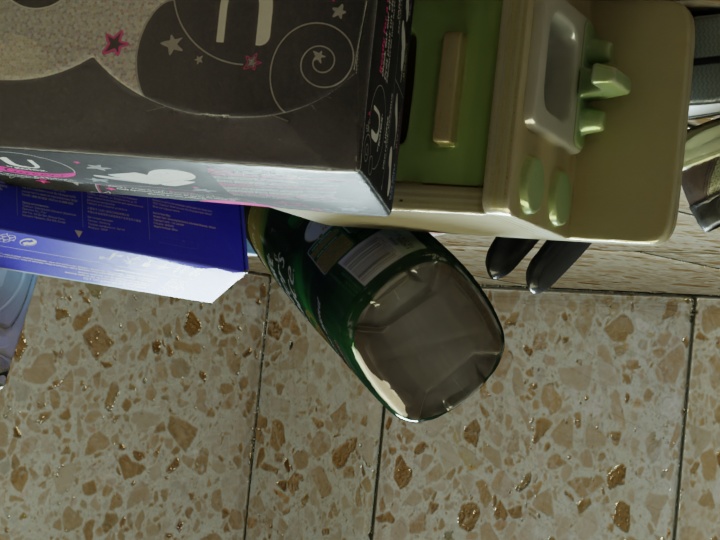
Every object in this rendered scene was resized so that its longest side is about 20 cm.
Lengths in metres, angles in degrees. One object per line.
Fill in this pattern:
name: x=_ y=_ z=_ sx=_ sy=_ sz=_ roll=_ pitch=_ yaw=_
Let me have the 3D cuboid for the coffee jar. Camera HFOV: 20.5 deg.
coffee jar: x=0.000 y=0.000 z=1.167 sx=0.104 sy=0.085 sz=0.200 roll=55 pitch=176 yaw=-33

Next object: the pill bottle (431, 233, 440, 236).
pill bottle: x=0.057 y=-0.082 z=1.242 sx=0.111 sy=0.113 sz=0.200 roll=6 pitch=176 yaw=-11

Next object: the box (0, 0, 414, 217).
box: x=-0.082 y=-0.105 z=0.935 sx=0.199 sy=0.133 sz=0.115 roll=5 pitch=173 yaw=8

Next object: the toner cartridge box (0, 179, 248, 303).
toner cartridge box: x=-0.157 y=-0.047 z=1.040 sx=0.199 sy=0.096 sz=0.043 roll=11 pitch=148 yaw=-31

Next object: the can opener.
can opener: x=0.138 y=-0.057 z=1.133 sx=0.063 sy=0.079 sz=0.200 roll=7 pitch=-138 yaw=34

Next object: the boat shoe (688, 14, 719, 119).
boat shoe: x=0.133 y=-0.102 z=1.092 sx=0.199 sy=0.074 sz=0.067 roll=4 pitch=173 yaw=19

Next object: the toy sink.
toy sink: x=0.058 y=-0.087 z=1.020 sx=0.199 sy=0.131 sz=0.112 roll=5 pitch=176 yaw=23

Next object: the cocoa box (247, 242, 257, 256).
cocoa box: x=-0.171 y=-0.084 z=1.382 sx=0.199 sy=0.134 sz=0.131 roll=8 pitch=176 yaw=-38

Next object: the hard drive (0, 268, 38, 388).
hard drive: x=-0.255 y=-0.035 z=1.022 sx=0.200 sy=0.140 sz=0.038 roll=34 pitch=133 yaw=-25

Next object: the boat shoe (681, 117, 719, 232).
boat shoe: x=0.266 y=-0.071 z=1.065 sx=0.200 sy=0.066 sz=0.072 roll=-15 pitch=-175 yaw=21
